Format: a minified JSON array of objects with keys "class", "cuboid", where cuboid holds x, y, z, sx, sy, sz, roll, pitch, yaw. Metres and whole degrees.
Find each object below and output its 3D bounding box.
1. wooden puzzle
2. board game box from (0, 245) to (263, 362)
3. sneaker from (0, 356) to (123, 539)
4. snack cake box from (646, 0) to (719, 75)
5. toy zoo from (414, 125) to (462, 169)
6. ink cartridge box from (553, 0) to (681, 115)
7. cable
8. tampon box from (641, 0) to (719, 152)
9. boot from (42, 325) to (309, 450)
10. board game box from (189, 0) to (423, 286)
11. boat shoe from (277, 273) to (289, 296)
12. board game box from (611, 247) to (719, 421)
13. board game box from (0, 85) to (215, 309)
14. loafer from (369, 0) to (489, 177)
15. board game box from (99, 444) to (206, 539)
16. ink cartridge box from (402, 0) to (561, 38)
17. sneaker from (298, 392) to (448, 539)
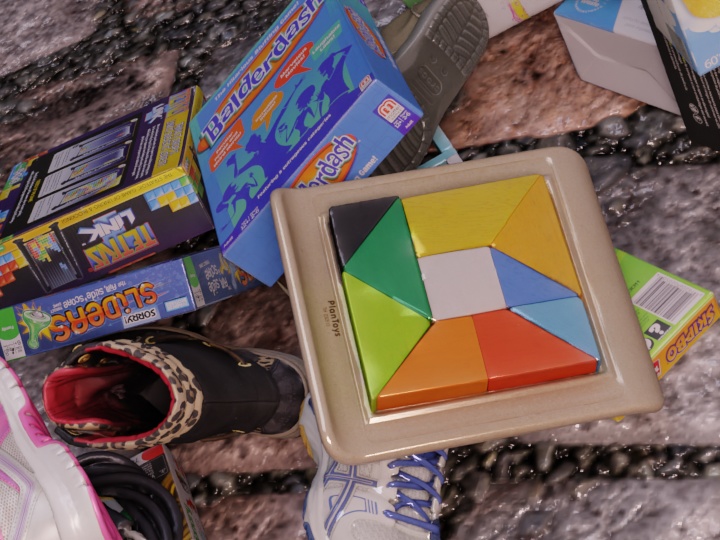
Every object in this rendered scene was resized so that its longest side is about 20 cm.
[{"class":"wooden puzzle","cuboid":[0.059,0.012,1.008,0.200,0.037,0.185,-7,58,-10]},{"class":"board game box","cuboid":[-0.139,0.014,1.155,0.135,0.034,0.200,-16,2,16]},{"class":"sneaker","cuboid":[-0.216,0.119,1.020,0.088,0.081,0.200,-32,37,-14]},{"class":"snack cake box","cuboid":[0.251,-0.213,0.994,0.200,0.115,0.067,-29,40,3]},{"class":"toy zoo","cuboid":[0.013,-0.049,1.236,0.131,0.020,0.200,-29,38,1]},{"class":"ink cartridge box","cuboid":[0.248,-0.206,1.228,0.200,0.067,0.116,-43,40,-17]},{"class":"cable","cuboid":[-0.206,0.178,1.040,0.200,0.051,0.163,-12,43,20]},{"class":"tampon box","cuboid":[0.303,-0.141,1.077,0.150,0.126,0.200,-42,41,-15]},{"class":"boot","cuboid":[-0.143,0.074,1.094,0.200,0.151,0.073,7,91,30]},{"class":"board game box","cuboid":[-0.043,-0.101,1.169,0.152,0.045,0.200,-48,27,15]},{"class":"boat shoe","cuboid":[0.003,-0.005,1.114,0.202,0.075,0.075,18,72,44]},{"class":"board game box","cuboid":[0.119,0.017,1.095,0.096,0.030,0.200,-44,43,-16]},{"class":"board game box","cuboid":[-0.187,-0.055,1.296,0.165,0.057,0.200,-22,21,7]},{"class":"loafer","cuboid":[0.017,-0.118,1.245,0.070,0.075,0.200,2,46,53]},{"class":"board game box","cuboid":[-0.189,0.200,1.075,0.200,0.035,0.126,-29,39,0]},{"class":"ink cartridge box","cuboid":[0.096,-0.257,1.257,0.088,0.145,0.200,-49,15,-28]},{"class":"sneaker","cuboid":[0.015,0.108,0.997,0.088,0.075,0.200,-51,33,25]}]
